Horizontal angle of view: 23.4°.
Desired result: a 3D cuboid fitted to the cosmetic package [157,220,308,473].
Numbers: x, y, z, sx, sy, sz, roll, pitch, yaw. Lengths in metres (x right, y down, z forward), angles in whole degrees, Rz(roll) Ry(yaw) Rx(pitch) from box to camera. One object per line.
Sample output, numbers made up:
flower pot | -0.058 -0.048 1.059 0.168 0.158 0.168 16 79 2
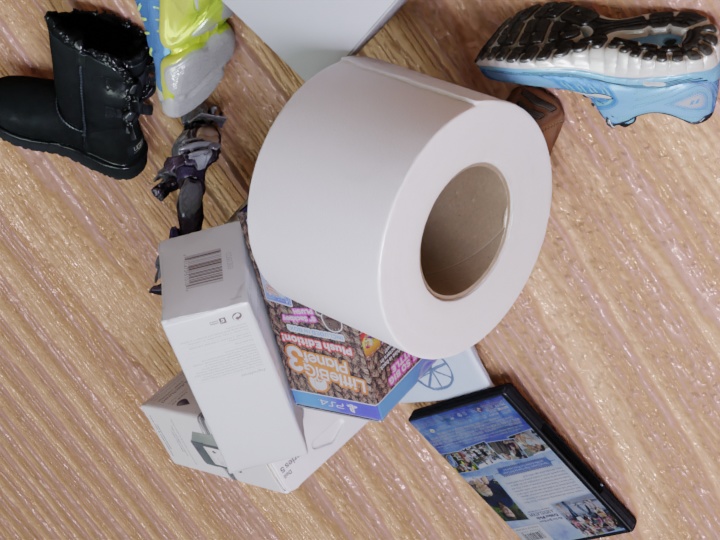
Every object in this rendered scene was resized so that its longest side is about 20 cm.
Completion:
cosmetic package | -0.111 0.070 1.529 0.081 0.113 0.201 -13 130 3

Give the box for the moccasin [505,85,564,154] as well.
moccasin | 0.115 -0.060 1.434 0.074 0.078 0.202 34 142 7

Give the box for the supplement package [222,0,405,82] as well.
supplement package | -0.017 -0.264 1.321 0.156 0.111 0.200 44 142 -4

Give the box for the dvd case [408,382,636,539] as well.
dvd case | 0.156 0.193 1.677 0.200 0.018 0.142 47 141 -18

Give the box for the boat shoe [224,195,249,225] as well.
boat shoe | -0.081 -0.046 1.579 0.060 0.074 0.200 42 168 -4

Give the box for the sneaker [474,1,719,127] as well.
sneaker | 0.176 -0.142 1.304 0.199 0.078 0.090 11 137 33

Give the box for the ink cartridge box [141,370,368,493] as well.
ink cartridge box | -0.099 0.133 1.725 0.200 0.145 0.084 5 129 52

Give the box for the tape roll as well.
tape roll | 0.031 -0.049 1.319 0.139 0.203 0.203 22 140 38

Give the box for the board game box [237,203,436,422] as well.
board game box | 0.000 0.000 1.506 0.097 0.159 0.201 8 126 36

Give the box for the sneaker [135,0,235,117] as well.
sneaker | -0.162 -0.233 1.519 0.105 0.076 0.200 40 136 20

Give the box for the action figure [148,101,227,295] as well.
action figure | -0.158 -0.071 1.601 0.069 0.201 0.130 1 168 -7

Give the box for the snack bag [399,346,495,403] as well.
snack bag | 0.022 0.045 1.665 0.188 0.021 0.201 -7 119 43

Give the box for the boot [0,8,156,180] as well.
boot | -0.282 -0.181 1.661 0.198 0.073 0.163 23 142 12
